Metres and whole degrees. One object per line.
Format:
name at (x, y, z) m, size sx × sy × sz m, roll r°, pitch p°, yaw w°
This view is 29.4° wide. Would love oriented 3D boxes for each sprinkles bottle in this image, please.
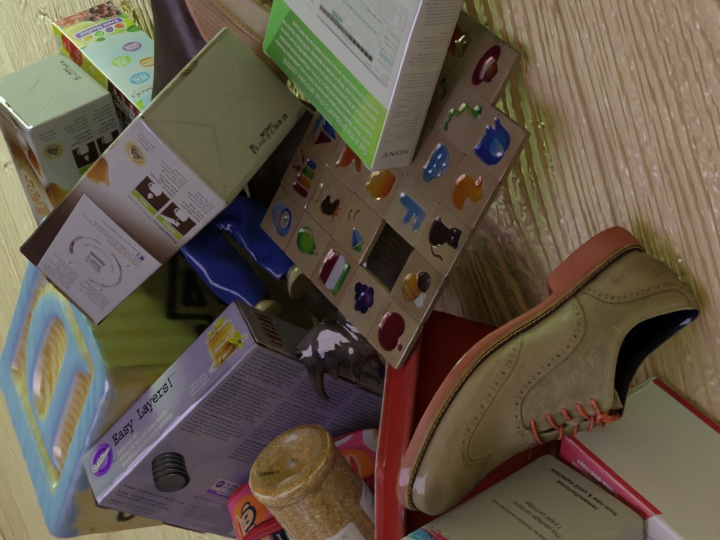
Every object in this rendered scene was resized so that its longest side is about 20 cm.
sprinkles bottle at (-0.001, 0.199, 0.974) m, size 0.068 × 0.068 × 0.201 m, roll 18°, pitch 148°, yaw 55°

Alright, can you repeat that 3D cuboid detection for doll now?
doll at (-0.129, -0.041, 1.085) m, size 0.200 × 0.136 × 0.048 m, roll 45°, pitch 176°, yaw 16°

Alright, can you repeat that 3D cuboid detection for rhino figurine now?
rhino figurine at (0.000, 0.000, 0.941) m, size 0.087 × 0.060 × 0.202 m, roll 21°, pitch 106°, yaw 17°

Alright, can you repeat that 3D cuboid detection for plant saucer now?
plant saucer at (-0.025, -0.043, 1.056) m, size 0.200 × 0.032 × 0.202 m, roll 42°, pitch 146°, yaw 37°

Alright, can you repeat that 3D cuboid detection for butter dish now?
butter dish at (0.086, 0.128, 0.895) m, size 0.201 × 0.146 × 0.201 m, roll -82°, pitch -5°, yaw -48°

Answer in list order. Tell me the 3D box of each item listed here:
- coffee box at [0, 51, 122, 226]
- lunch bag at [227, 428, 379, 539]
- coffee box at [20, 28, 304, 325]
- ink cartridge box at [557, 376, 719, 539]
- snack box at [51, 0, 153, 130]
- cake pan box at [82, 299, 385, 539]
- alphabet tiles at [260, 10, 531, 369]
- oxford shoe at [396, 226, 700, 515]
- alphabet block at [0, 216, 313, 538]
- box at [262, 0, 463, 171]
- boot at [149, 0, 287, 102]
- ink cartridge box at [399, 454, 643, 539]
coffee box at (-0.249, -0.075, 1.218) m, size 0.114 × 0.079 × 0.201 m, roll 39°, pitch 150°, yaw 48°
lunch bag at (0.004, 0.220, 1.083) m, size 0.082 × 0.175 × 0.201 m, roll -113°, pitch -1°, yaw -52°
coffee box at (-0.140, -0.060, 0.946) m, size 0.080 × 0.115 × 0.200 m, roll 44°, pitch 137°, yaw -9°
ink cartridge box at (0.186, 0.191, 0.818) m, size 0.145 × 0.084 × 0.201 m, roll 41°, pitch 144°, yaw 38°
snack box at (-0.196, -0.123, 1.244) m, size 0.200 × 0.067 × 0.170 m, roll 45°, pitch 151°, yaw 40°
cake pan box at (-0.082, 0.126, 1.056) m, size 0.184 × 0.199 × 0.053 m, roll -44°, pitch 50°, yaw 19°
alphabet tiles at (0.022, -0.069, 0.857) m, size 0.167 × 0.008 × 0.201 m, roll 45°, pitch 115°, yaw 40°
oxford shoe at (0.102, 0.066, 0.750) m, size 0.075 × 0.200 × 0.071 m, roll 40°, pitch 174°, yaw 31°
alphabet block at (-0.169, 0.084, 1.148) m, size 0.197 × 0.198 × 0.196 m, roll 60°, pitch 136°, yaw 37°
box at (0.007, -0.182, 0.818) m, size 0.145 × 0.036 × 0.201 m, roll 51°, pitch 136°, yaw 37°
boot at (-0.144, -0.166, 1.037) m, size 0.200 × 0.072 × 0.167 m, roll 40°, pitch 122°, yaw 22°
ink cartridge box at (0.059, 0.217, 0.754) m, size 0.084 × 0.199 × 0.146 m, roll 31°, pitch 137°, yaw 48°
